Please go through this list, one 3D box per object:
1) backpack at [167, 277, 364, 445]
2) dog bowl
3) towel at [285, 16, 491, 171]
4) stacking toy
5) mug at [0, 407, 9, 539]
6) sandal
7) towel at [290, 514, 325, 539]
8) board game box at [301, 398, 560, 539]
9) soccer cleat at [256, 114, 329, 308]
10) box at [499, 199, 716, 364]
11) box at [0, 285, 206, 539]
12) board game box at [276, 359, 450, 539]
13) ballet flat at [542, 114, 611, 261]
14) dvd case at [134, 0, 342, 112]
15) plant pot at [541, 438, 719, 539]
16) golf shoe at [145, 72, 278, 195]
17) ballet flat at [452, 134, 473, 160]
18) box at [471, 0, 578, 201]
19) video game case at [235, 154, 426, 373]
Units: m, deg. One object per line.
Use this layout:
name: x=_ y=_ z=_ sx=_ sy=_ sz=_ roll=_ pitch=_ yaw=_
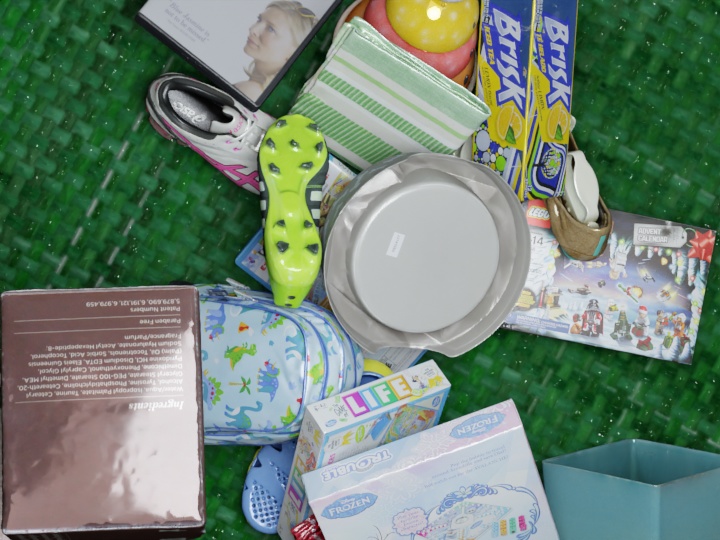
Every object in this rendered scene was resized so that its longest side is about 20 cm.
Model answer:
backpack: x=-0.098 y=0.091 z=1.641 sx=0.200 sy=0.154 sz=0.163 roll=8 pitch=83 yaw=7
dog bowl: x=0.054 y=-0.017 z=1.629 sx=0.200 sy=0.059 sz=0.200 roll=-6 pitch=109 yaw=-18
towel: x=0.020 y=-0.147 z=1.658 sx=0.152 sy=0.200 sz=0.023 roll=33 pitch=61 yaw=-7
stacking toy: x=0.063 y=-0.233 z=1.645 sx=0.146 sy=0.200 sz=0.146 roll=5 pitch=70 yaw=-13
mug: x=-0.306 y=0.173 z=1.652 sx=0.200 sy=0.148 sz=0.175 roll=28 pitch=86 yaw=26
sandal: x=-0.041 y=0.170 z=1.700 sx=0.079 sy=0.087 sz=0.200 roll=38 pitch=94 yaw=-7
towel: x=0.032 y=0.226 z=1.692 sx=0.200 sy=0.145 sz=0.022 roll=-33 pitch=61 yaw=-5
board game box: x=0.071 y=0.230 z=1.613 sx=0.200 sy=0.043 sz=0.199 roll=-19 pitch=128 yaw=1
soccer cleat: x=-0.066 y=-0.057 z=1.623 sx=0.067 sy=0.081 sz=0.200 roll=7 pitch=50 yaw=-9
box: x=0.240 y=0.008 z=1.760 sx=0.200 sy=0.040 sz=0.137 roll=11 pitch=88 yaw=-7
box: x=-0.215 y=0.126 z=1.502 sx=0.164 sy=0.166 sz=0.200 roll=-1 pitch=77 yaw=-7
board game box: x=0.000 y=0.174 z=1.644 sx=0.134 sy=0.200 sz=0.034 roll=-19 pitch=56 yaw=-27
ballet flat: x=0.190 y=-0.106 z=1.709 sx=0.068 sy=0.072 sz=0.200 roll=-14 pitch=72 yaw=-24
dvd case: x=-0.101 y=-0.263 z=1.691 sx=0.143 sy=0.018 sz=0.200 roll=38 pitch=63 yaw=-5
plant pot: x=0.270 y=0.278 z=1.699 sx=0.141 sy=0.141 sz=0.200 roll=-8 pitch=100 yaw=-42
golf shoe: x=-0.114 y=-0.122 z=1.690 sx=0.200 sy=0.092 sz=0.073 roll=26 pitch=87 yaw=-8
ballet flat: x=0.088 y=-0.058 z=1.724 sx=0.067 sy=0.070 sz=0.200 roll=4 pitch=91 yaw=-16
box: x=0.152 y=-0.169 z=1.655 sx=0.064 sy=0.070 sz=0.200 roll=-10 pitch=108 yaw=-42
video game case: x=0.000 y=0.000 z=1.709 sx=0.200 sy=0.018 sz=0.143 roll=38 pitch=111 yaw=-9
